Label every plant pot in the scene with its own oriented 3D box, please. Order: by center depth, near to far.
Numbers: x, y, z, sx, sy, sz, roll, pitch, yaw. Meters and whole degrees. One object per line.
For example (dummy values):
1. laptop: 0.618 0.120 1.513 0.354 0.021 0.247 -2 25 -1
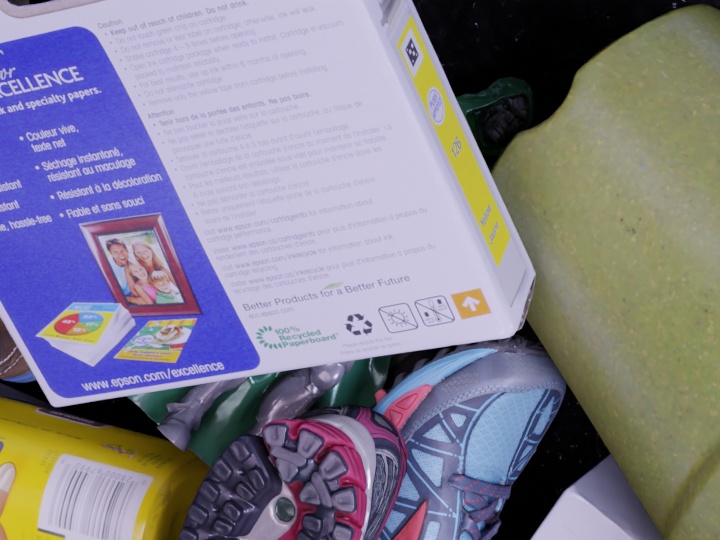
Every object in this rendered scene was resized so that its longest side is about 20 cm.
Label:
1. plant pot: 0.145 0.010 0.911 0.184 0.200 0.201 49 120 22

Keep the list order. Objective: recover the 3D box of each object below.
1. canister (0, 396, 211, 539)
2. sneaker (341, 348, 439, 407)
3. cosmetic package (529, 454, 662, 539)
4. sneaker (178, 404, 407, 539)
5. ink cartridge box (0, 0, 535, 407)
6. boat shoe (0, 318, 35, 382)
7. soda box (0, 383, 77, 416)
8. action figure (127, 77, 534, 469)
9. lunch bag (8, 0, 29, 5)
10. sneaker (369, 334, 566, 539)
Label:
1. canister: -0.160 0.126 1.064 0.199 0.086 0.150 12 105 24
2. sneaker: -0.004 0.113 1.079 0.106 0.075 0.200 39 117 0
3. cosmetic package: 0.091 0.183 1.030 0.113 0.081 0.201 38 116 15
4. sneaker: -0.047 0.136 0.951 0.081 0.075 0.200 45 115 13
5. ink cartridge box: -0.064 -0.049 0.863 0.196 0.047 0.201 -9 123 26
6. boat shoe: -0.139 -0.016 0.996 0.072 0.072 0.200 57 140 21
7. soda box: -0.198 0.086 1.165 0.199 0.070 0.064 21 111 21
8. action figure: 0.000 0.000 0.981 0.118 0.055 0.200 40 88 -28
9. lunch bag: -0.227 -0.110 1.103 0.199 0.117 0.165 30 119 23
10. sneaker: 0.033 0.118 0.982 0.201 0.079 0.096 -59 44 25
